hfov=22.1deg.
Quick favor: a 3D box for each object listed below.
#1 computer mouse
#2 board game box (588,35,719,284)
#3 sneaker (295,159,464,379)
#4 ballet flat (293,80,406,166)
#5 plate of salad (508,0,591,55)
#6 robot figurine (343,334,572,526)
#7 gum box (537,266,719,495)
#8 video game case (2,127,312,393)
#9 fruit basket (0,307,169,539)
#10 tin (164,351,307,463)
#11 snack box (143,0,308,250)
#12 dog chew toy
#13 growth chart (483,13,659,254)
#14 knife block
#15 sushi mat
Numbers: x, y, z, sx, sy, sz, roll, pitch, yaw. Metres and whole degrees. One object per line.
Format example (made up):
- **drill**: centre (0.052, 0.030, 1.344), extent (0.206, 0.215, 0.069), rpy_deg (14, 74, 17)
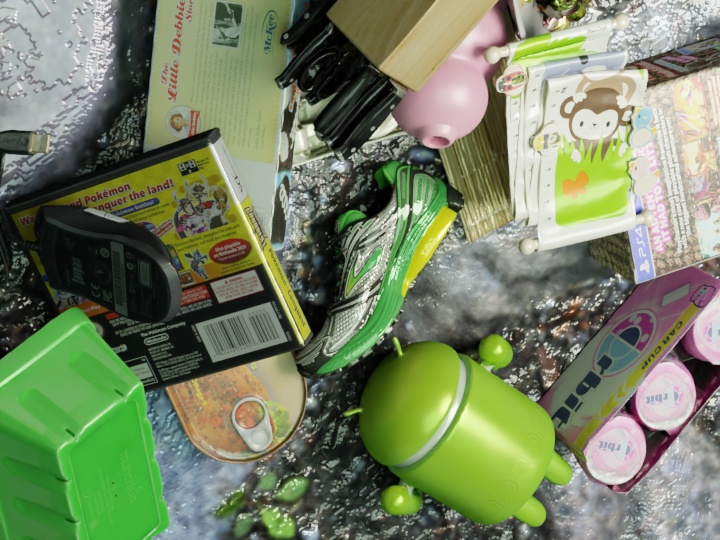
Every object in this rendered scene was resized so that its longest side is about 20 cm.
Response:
- **computer mouse**: centre (-0.214, -0.042, 1.399), extent (0.046, 0.198, 0.142), rpy_deg (-43, 137, -49)
- **board game box**: centre (0.289, -0.102, 1.572), extent (0.198, 0.097, 0.161), rpy_deg (-17, 108, -12)
- **sneaker**: centre (0.000, 0.000, 1.529), extent (0.085, 0.078, 0.201), rpy_deg (33, 81, -13)
- **ballet flat**: centre (-0.036, -0.117, 1.487), extent (0.198, 0.069, 0.070), rpy_deg (-16, 108, -12)
- **plate of salad**: centre (0.152, -0.256, 1.450), extent (0.047, 0.200, 0.202), rpy_deg (0, 107, 20)
- **robot figurine**: centre (0.083, 0.138, 1.561), extent (0.199, 0.116, 0.176), rpy_deg (33, 92, -21)
- **gum box**: centre (0.247, 0.091, 1.600), extent (0.066, 0.113, 0.200), rpy_deg (41, 90, -22)
- **video game case**: centre (-0.159, 0.001, 1.439), extent (0.198, 0.026, 0.182), rpy_deg (-16, 109, 25)
- **fruit basket**: centre (-0.266, 0.137, 1.449), extent (0.155, 0.214, 0.217), rpy_deg (-39, 114, -34)
- **tin**: centre (-0.117, 0.063, 1.523), extent (0.111, 0.042, 0.202), rpy_deg (-24, 109, -6)
- **snack box**: centre (-0.108, -0.124, 1.437), extent (0.115, 0.037, 0.202), rpy_deg (10, 100, 17)
- **dog chew toy**: centre (0.062, -0.192, 1.437), extent (0.123, 0.125, 0.202), rpy_deg (10, 67, -19)
- **growth chart**: centre (0.172, -0.106, 1.451), extent (0.143, 0.018, 0.202), rpy_deg (-20, 122, -15)
- **knife block**: centre (0.035, -0.174, 1.347), extent (0.064, 0.198, 0.178), rpy_deg (21, 69, -59)
- **sushi mat**: centre (0.103, -0.132, 1.553), extent (0.095, 0.012, 0.202), rpy_deg (-22, 109, -9)
